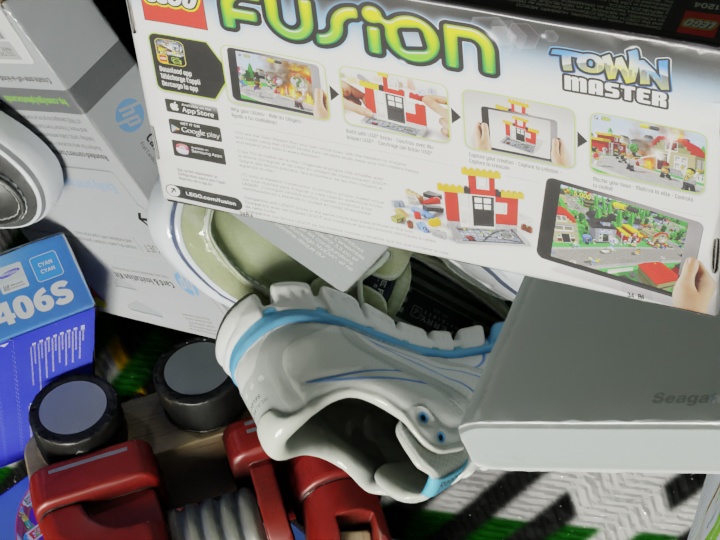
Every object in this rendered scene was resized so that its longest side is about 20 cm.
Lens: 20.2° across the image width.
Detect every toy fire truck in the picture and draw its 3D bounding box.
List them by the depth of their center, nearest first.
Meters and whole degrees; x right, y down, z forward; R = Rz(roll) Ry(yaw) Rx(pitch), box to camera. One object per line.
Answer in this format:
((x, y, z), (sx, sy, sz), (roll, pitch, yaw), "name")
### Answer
((-0.057, 0.145, 0.983), (0.176, 0.200, 0.129), (-17, 135, -5), "toy fire truck")

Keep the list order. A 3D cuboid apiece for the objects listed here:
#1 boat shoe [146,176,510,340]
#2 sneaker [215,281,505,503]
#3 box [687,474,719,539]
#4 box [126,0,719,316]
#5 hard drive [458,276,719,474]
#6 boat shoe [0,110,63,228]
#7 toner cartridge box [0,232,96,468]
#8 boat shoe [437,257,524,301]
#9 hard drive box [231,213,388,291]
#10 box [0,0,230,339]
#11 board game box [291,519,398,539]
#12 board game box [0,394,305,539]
((0.000, 0.000, 0.896), (0.200, 0.072, 0.062), (22, 177, -33), "boat shoe")
((0.038, 0.067, 0.863), (0.200, 0.087, 0.075), (7, 128, -20), "sneaker")
((0.197, 0.095, 0.845), (0.097, 0.177, 0.200), (21, 139, 7), "box")
((0.024, -0.054, 0.652), (0.200, 0.035, 0.110), (13, 136, 18), "box")
((0.129, -0.006, 0.758), (0.132, 0.200, 0.026), (-2, 131, 30), "hard drive")
((-0.234, -0.049, 0.897), (0.200, 0.066, 0.070), (19, 138, 6), "boat shoe")
((-0.185, 0.051, 1.023), (0.043, 0.095, 0.200), (63, 163, 16), "toner cartridge box")
((0.067, -0.027, 0.884), (0.200, 0.074, 0.067), (35, 164, -7), "boat shoe")
((0.038, -0.110, 0.734), (0.077, 0.156, 0.200), (35, 138, -8), "hard drive box")
((-0.134, -0.057, 0.929), (0.156, 0.041, 0.200), (9, 140, 52), "box")
((-0.042, 0.205, 1.109), (0.200, 0.148, 0.064), (17, 137, 12), "board game box")
((-0.098, 0.170, 1.062), (0.200, 0.134, 0.045), (37, 144, 25), "board game box")
